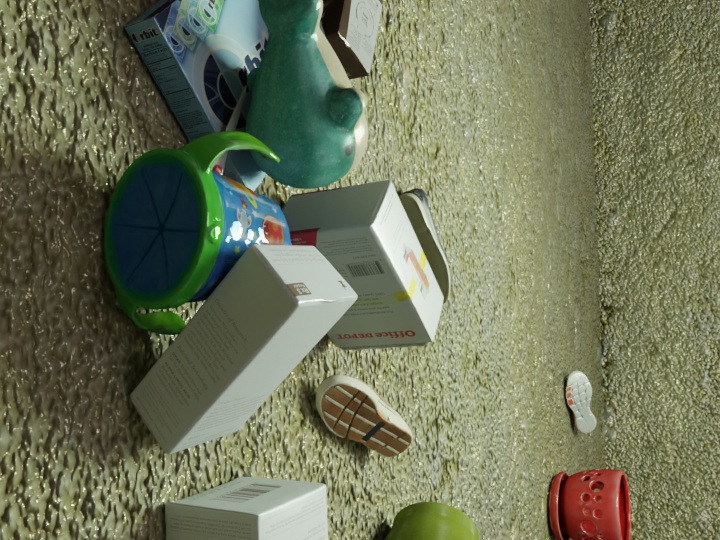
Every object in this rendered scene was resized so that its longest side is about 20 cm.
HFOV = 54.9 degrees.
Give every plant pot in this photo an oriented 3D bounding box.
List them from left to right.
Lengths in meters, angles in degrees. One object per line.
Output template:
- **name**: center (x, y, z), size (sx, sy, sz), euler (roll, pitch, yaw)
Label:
- **plant pot**: center (0.093, 0.436, 0.953), size (0.193, 0.199, 0.201), euler (-69, 143, -57)
- **plant pot**: center (0.594, 0.614, 1.793), size (0.200, 0.181, 0.202), euler (12, 76, -59)

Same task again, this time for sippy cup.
- **sippy cup**: center (-0.137, -0.029, 0.626), size (0.130, 0.177, 0.141), euler (10, 62, -54)

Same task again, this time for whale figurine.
- **whale figurine**: center (-0.068, -0.173, 0.686), size (0.104, 0.159, 0.201), euler (-38, 137, -34)

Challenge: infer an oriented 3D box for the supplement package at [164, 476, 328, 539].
- **supplement package**: center (-0.105, 0.316, 0.667), size (0.117, 0.117, 0.202), euler (5, 81, -61)

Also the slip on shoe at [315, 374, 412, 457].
- **slip on shoe**: center (0.001, 0.187, 0.937), size (0.200, 0.076, 0.061), euler (40, 12, -41)

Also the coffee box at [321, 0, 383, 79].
- **coffee box**: center (-0.038, -0.341, 0.878), size (0.080, 0.114, 0.201), euler (41, 51, -51)

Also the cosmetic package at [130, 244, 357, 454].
- **cosmetic package**: center (-0.106, 0.069, 0.620), size (0.074, 0.200, 0.102), euler (48, 21, 19)

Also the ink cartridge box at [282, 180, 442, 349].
- **ink cartridge box**: center (0.000, 0.000, 0.854), size (0.201, 0.144, 0.084), euler (62, 36, -36)

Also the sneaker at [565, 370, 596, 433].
- **sneaker**: center (0.639, 0.379, 2.043), size (0.082, 0.077, 0.201), euler (-91, 168, -72)

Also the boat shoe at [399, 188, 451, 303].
- **boat shoe**: center (0.114, -0.041, 1.149), size (0.063, 0.072, 0.201), euler (-42, 117, -51)

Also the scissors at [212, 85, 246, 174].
- **scissors**: center (-0.152, -0.090, 0.687), size (0.073, 0.014, 0.202), euler (4, 98, -44)

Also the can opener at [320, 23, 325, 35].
- **can opener**: center (-0.080, -0.308, 0.790), size (0.078, 0.063, 0.201), euler (6, 53, -57)

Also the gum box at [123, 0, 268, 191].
- **gum box**: center (-0.141, -0.208, 0.748), size (0.201, 0.044, 0.170), euler (65, 36, -33)
